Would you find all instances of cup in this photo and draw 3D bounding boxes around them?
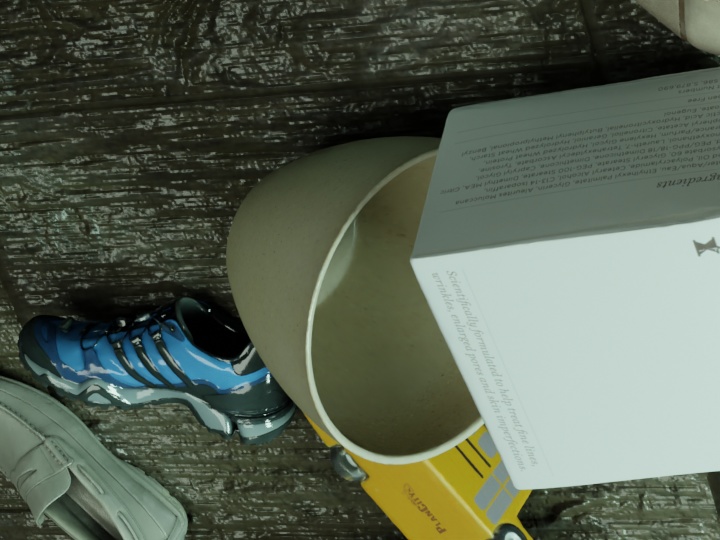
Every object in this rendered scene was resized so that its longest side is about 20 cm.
[{"bbox_3d":[0.000,0.000,1.754,0.143,0.200,0.201,25,136,45],"label":"cup"}]

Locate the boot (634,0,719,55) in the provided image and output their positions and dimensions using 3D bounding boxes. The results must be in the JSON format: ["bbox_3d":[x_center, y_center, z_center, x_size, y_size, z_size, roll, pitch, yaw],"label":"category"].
[{"bbox_3d":[0.211,-0.207,1.552,0.146,0.070,0.200,23,132,6],"label":"boot"}]

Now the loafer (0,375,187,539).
[{"bbox_3d":[-0.216,0.147,2.045,0.200,0.070,0.070,35,133,4],"label":"loafer"}]

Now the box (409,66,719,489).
[{"bbox_3d":[0.159,0.007,1.640,0.199,0.131,0.199,-7,131,22],"label":"box"}]

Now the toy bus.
[{"bbox_3d":[0.045,0.127,1.873,0.200,0.078,0.065,49,131,-9],"label":"toy bus"}]

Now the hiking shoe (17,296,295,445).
[{"bbox_3d":[-0.135,0.049,1.936,0.199,0.074,0.087,12,120,10],"label":"hiking shoe"}]
